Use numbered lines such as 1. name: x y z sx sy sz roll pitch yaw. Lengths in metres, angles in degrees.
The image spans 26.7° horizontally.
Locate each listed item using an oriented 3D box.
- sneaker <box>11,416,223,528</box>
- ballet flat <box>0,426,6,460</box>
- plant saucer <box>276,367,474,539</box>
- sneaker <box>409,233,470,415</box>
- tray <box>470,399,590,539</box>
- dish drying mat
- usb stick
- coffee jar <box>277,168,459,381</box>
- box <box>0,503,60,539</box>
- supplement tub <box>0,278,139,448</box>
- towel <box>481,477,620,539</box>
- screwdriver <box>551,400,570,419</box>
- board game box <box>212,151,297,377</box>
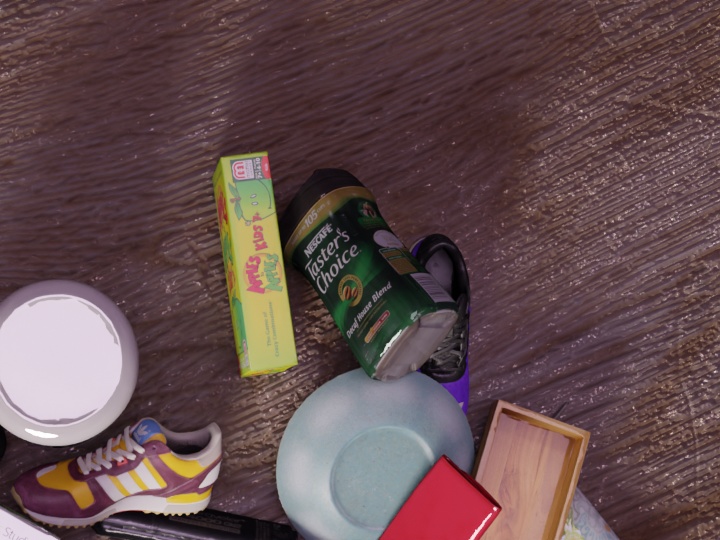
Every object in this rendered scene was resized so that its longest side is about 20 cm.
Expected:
1. sneaker: -0.222 0.177 1.397 0.198 0.075 0.091 -2 122 -34
2. ballet flat: -0.411 0.112 1.403 0.199 0.068 0.068 34 78 -5
3. plant saucer: 0.019 0.193 1.457 0.198 0.039 0.204 -3 105 -12
4. sneaker: 0.075 0.061 1.487 0.069 0.100 0.203 -2 83 -9
5. tray: 0.147 0.238 1.471 0.097 0.037 0.202 19 77 -4
6. dish drying mat: 0.052 0.272 1.438 0.077 0.018 0.201 41 112 18
7. usb stick: -0.157 0.247 1.446 0.197 0.056 0.033 13 116 -9
8. coffee jar: 0.000 0.000 1.447 0.085 0.105 0.201 -1 46 -48
9. box: -0.334 0.216 1.338 0.143 0.200 0.037 30 75 -5
10. supplement tub: -0.272 0.088 1.366 0.138 0.200 0.142 1 82 -11
11. towel: 0.176 0.320 1.502 0.199 0.048 0.172 -39 92 -13
12. screwdriver: 0.151 0.205 1.524 0.200 0.028 0.029 -43 128 -23
13. board game box: -0.103 -0.003 1.461 0.047 0.102 0.203 -8 84 -11
